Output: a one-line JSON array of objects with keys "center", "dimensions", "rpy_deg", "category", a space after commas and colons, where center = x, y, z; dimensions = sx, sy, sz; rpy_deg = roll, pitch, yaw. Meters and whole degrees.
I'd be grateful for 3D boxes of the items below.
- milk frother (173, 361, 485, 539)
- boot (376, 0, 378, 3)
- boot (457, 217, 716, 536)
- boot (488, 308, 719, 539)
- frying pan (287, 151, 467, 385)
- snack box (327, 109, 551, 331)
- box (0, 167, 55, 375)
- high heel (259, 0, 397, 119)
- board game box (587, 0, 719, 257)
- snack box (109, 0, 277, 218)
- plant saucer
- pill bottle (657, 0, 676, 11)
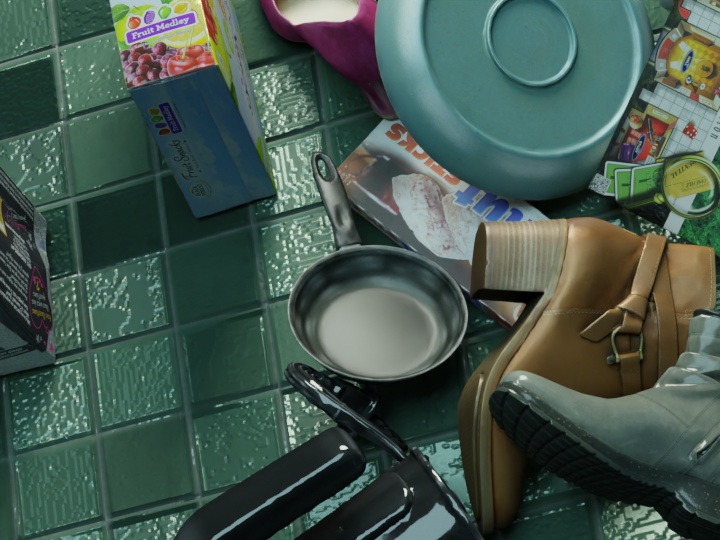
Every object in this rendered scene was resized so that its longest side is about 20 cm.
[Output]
[{"center": [-0.032, 0.172, 1.621], "dimensions": [0.188, 0.181, 0.200], "rpy_deg": [-34, 16, -4], "category": "milk frother"}, {"center": [0.108, -0.182, 1.786], "dimensions": [0.154, 0.072, 0.200], "rpy_deg": [-31, 70, -12], "category": "boot"}, {"center": [0.142, 0.068, 1.646], "dimensions": [0.154, 0.074, 0.202], "rpy_deg": [6, 91, -9], "category": "boot"}, {"center": [0.183, 0.078, 1.604], "dimensions": [0.199, 0.068, 0.131], "rpy_deg": [28, 69, -6], "category": "boot"}, {"center": [-0.013, 0.008, 1.713], "dimensions": [0.115, 0.031, 0.190], "rpy_deg": [-29, 54, -27], "category": "frying pan"}, {"center": [0.071, -0.027, 1.742], "dimensions": [0.072, 0.024, 0.200], "rpy_deg": [-46, 60, -9], "category": "snack box"}, {"center": [-0.317, 0.013, 1.776], "dimensions": [0.199, 0.132, 0.115], "rpy_deg": [-12, 64, 11], "category": "box"}, {"center": [-0.031, -0.186, 1.806], "dimensions": [0.067, 0.096, 0.200], "rpy_deg": [-31, 48, -1], "category": "high heel"}, {"center": [0.231, -0.118, 1.683], "dimensions": [0.104, 0.023, 0.201], "rpy_deg": [27, 101, 14], "category": "board game box"}, {"center": [-0.121, -0.164, 1.789], "dimensions": [0.067, 0.169, 0.201], "rpy_deg": [-15, 59, 5], "category": "snack box"}, {"center": [0.106, -0.146, 1.723], "dimensions": [0.199, 0.027, 0.202], "rpy_deg": [4, 77, -19], "category": "plant saucer"}, {"center": [0.294, -0.218, 1.726], "dimensions": [0.199, 0.110, 0.110], "rpy_deg": [4, 64, 19], "category": "pill bottle"}]
